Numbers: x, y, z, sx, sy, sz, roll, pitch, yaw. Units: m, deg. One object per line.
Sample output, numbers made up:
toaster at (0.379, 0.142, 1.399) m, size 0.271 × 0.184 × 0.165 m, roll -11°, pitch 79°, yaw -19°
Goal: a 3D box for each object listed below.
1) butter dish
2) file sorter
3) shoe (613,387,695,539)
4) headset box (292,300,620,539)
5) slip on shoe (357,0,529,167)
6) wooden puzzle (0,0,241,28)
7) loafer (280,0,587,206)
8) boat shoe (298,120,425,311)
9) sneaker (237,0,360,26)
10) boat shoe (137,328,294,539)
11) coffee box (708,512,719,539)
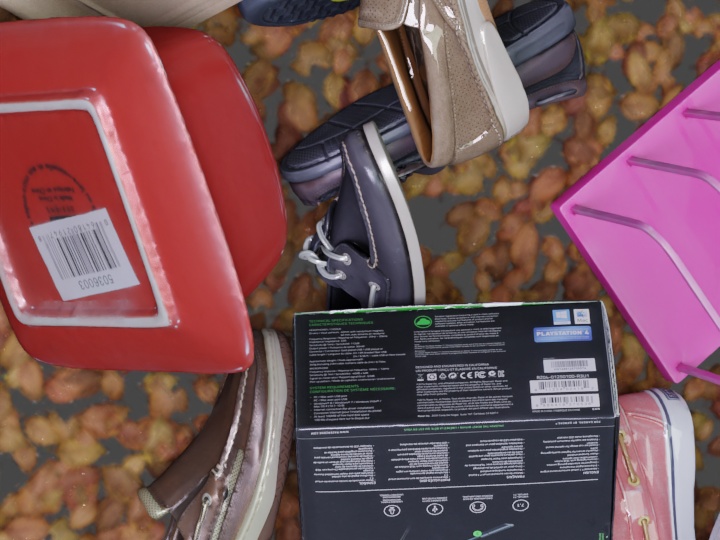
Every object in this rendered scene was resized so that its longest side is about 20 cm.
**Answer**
butter dish at (-0.112, -0.058, 1.591) m, size 0.148 × 0.200 × 0.200 m, roll -32°, pitch 112°, yaw -41°
file sorter at (0.246, -0.040, 1.758) m, size 0.200 × 0.125 × 0.139 m, roll -40°, pitch 111°, yaw -13°
shoe at (0.151, 0.173, 1.784) m, size 0.091 × 0.071 × 0.201 m, roll -5°, pitch 95°, yaw -20°
headset box at (0.053, 0.122, 1.648) m, size 0.174 × 0.093 × 0.200 m, roll -3°, pitch 132°, yaw 1°
slip on shoe at (0.026, -0.150, 1.606) m, size 0.061 × 0.076 × 0.200 m, roll -31°, pitch 114°, yaw -19°
wooden puzzle at (-0.143, -0.186, 1.544) m, size 0.185 × 0.200 × 0.037 m, roll 29°, pitch 61°, yaw -24°
loafer at (0.049, -0.083, 1.700) m, size 0.200 × 0.072 × 0.063 m, roll -33°, pitch 113°, yaw -18°
boat shoe at (0.000, 0.000, 1.654) m, size 0.063 × 0.073 × 0.200 m, roll -14°, pitch 140°, yaw -5°
sneaker at (0.013, -0.201, 1.676) m, size 0.200 × 0.066 × 0.079 m, roll -25°, pitch 81°, yaw -12°
boat shoe at (-0.087, 0.130, 1.673) m, size 0.075 × 0.075 × 0.203 m, roll 9°, pitch 92°, yaw -14°
coffee box at (0.343, 0.177, 1.756) m, size 0.198 × 0.199 × 0.200 m, roll 43°, pitch 51°, yaw -22°
